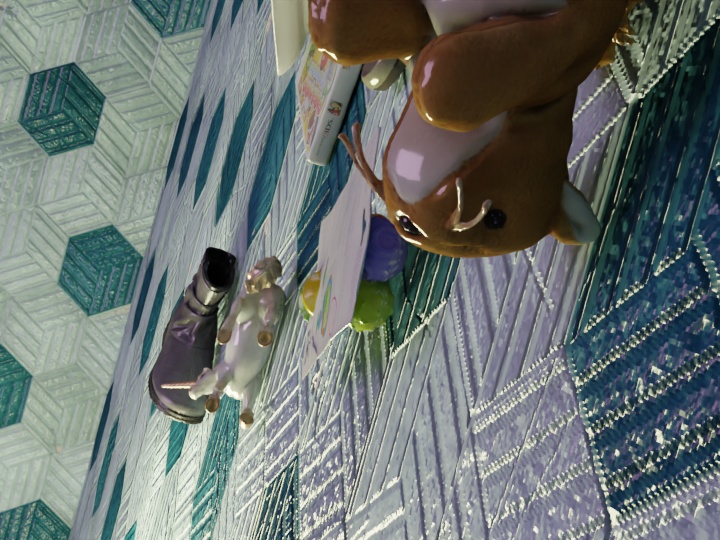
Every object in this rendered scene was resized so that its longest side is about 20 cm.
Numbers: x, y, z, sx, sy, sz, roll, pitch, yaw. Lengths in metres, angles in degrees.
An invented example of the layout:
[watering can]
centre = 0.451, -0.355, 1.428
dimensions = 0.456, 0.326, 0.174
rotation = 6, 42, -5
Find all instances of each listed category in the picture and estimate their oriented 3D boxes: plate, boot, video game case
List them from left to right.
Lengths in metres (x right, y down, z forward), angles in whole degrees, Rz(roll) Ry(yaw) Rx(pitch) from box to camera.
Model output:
[boot]
centre = -0.183, 0.065, 1.431
dimensions = 0.133, 0.069, 0.201
rotation = -62, 23, 28
[plate]
centre = -0.055, -0.323, 1.216
dimensions = 0.202, 0.032, 0.202
rotation = 90, -173, -49
[video game case]
centre = -0.018, -0.216, 1.152
dimensions = 0.201, 0.023, 0.184
rotation = -103, 30, -61

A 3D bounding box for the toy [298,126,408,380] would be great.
[toy]
centre = 0.000, 0.000, 0.812
dimensions = 0.200, 0.046, 0.117
rotation = 136, 143, -71

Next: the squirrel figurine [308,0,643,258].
[squirrel figurine]
centre = 0.070, -0.105, 0.511
dimensions = 0.200, 0.140, 0.189
rotation = -39, -44, -41

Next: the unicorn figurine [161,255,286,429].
[unicorn figurine]
centre = -0.108, 0.076, 1.137
dimensions = 0.201, 0.073, 0.138
rotation = -55, 10, 18

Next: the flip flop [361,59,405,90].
[flip flop]
centre = 0.015, -0.227, 0.961
dimensions = 0.081, 0.057, 0.203
rotation = 132, 150, -61
